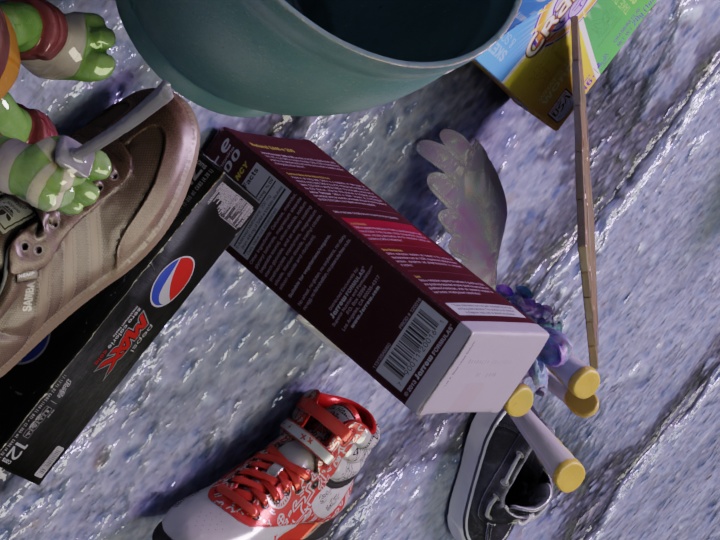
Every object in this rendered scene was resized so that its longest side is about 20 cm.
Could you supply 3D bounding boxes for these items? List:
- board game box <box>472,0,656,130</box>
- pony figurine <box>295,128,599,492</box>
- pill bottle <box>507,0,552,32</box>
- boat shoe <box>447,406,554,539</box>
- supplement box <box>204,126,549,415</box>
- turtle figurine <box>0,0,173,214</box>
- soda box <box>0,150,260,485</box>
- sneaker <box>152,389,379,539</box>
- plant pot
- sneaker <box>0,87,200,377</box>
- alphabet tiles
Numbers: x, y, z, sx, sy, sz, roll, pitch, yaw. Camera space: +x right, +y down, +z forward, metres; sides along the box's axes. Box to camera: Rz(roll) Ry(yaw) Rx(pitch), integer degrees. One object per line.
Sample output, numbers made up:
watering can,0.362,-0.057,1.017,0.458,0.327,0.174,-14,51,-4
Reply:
board game box,0.127,-0.182,1.710,0.153,0.040,0.200,-53,156,4
pony figurine,0.069,0.033,1.773,0.166,0.200,0.193,-42,140,-5
pill bottle,0.051,-0.175,1.457,0.200,0.112,0.112,-34,159,14
boat shoe,0.121,0.174,2.171,0.072,0.068,0.200,-36,152,-31
supplement box,0.000,0.000,1.546,0.061,0.200,0.109,-56,156,15
turtle figurine,-0.135,-0.097,1.222,0.200,0.144,0.194,-31,166,3
soda box,-0.147,0.014,1.463,0.200,0.071,0.063,-51,155,-1
sneaker,-0.059,0.136,1.803,0.201,0.067,0.108,-11,133,-61
plant pot,-0.037,-0.155,1.307,0.200,0.201,0.134,-26,172,-44
sneaker,-0.162,-0.020,1.392,0.200,0.070,0.076,-50,155,-5
alphabet tiles,0.145,-0.040,1.746,0.200,0.008,0.168,77,12,-61
